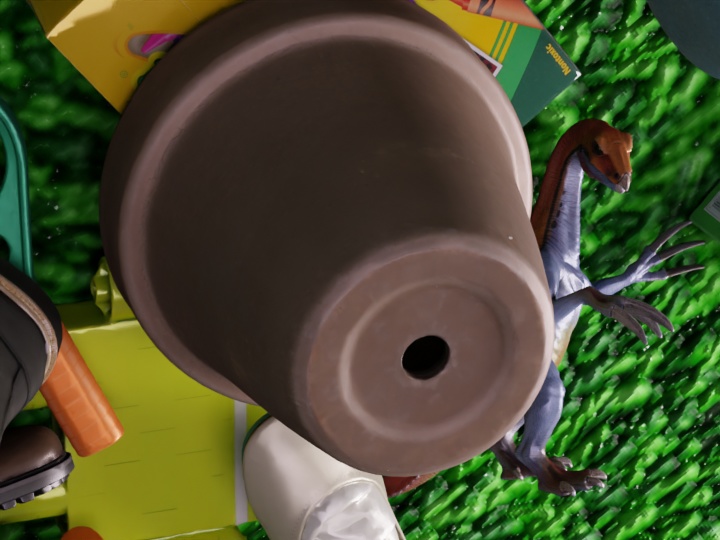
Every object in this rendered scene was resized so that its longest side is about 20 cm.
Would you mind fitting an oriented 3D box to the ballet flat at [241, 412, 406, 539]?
[{"bbox_3d":[-0.001,0.140,1.145,0.069,0.069,0.200,-32,140,-5],"label":"ballet flat"}]

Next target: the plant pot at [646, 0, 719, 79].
[{"bbox_3d":[0.206,-0.159,1.067,0.135,0.200,0.200,-29,128,34],"label":"plant pot"}]

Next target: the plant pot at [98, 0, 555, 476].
[{"bbox_3d":[0.000,0.000,0.985,0.200,0.175,0.201,-9,120,-15],"label":"plant pot"}]

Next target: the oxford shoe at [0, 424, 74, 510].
[{"bbox_3d":[-0.231,0.079,1.044,0.200,0.073,0.085,-2,94,-11],"label":"oxford shoe"}]

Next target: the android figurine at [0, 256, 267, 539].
[{"bbox_3d":[-0.088,0.072,1.127,0.200,0.041,0.182,-5,114,-17],"label":"android figurine"}]

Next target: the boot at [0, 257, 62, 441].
[{"bbox_3d":[-0.223,0.009,0.964,0.200,0.138,0.078,26,109,-9],"label":"boot"}]

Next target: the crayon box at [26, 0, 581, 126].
[{"bbox_3d":[-0.024,-0.107,1.058,0.173,0.058,0.200,-43,121,1],"label":"crayon box"}]

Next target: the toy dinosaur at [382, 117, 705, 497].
[{"bbox_3d":[0.088,0.019,1.149,0.200,0.105,0.182,-8,96,-4],"label":"toy dinosaur"}]

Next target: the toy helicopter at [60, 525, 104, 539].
[{"bbox_3d":[-0.201,0.178,1.085,0.200,0.079,0.132,-31,171,34],"label":"toy helicopter"}]

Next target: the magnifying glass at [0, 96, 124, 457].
[{"bbox_3d":[-0.166,-0.003,1.047,0.080,0.022,0.200,-27,105,2],"label":"magnifying glass"}]

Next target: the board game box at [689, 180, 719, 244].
[{"bbox_3d":[0.295,-0.028,1.230,0.200,0.040,0.153,35,97,-30],"label":"board game box"}]
